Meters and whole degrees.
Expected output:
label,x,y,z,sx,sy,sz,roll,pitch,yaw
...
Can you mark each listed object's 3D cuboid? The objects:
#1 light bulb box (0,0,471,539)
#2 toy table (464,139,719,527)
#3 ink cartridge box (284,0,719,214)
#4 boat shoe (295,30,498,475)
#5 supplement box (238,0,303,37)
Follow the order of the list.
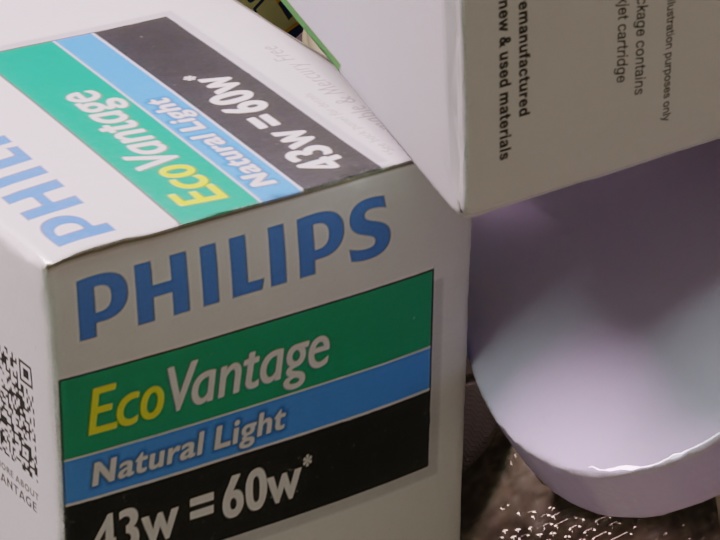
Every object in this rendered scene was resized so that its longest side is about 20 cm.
label,x,y,z,sx,sy,sz,roll,pitch,yaw
light bulb box,-0.074,0.031,0.775,0.124,0.201,0.198,-17,34,-30
toy table,0.112,0.008,0.766,0.183,0.117,0.201,1,51,37
ink cartridge box,0.081,-0.109,0.701,0.199,0.084,0.145,-17,40,-18
boat shoe,0.000,0.000,0.910,0.073,0.074,0.201,-42,34,34
supplement box,-0.087,-0.136,1.054,0.199,0.135,0.200,8,54,41
